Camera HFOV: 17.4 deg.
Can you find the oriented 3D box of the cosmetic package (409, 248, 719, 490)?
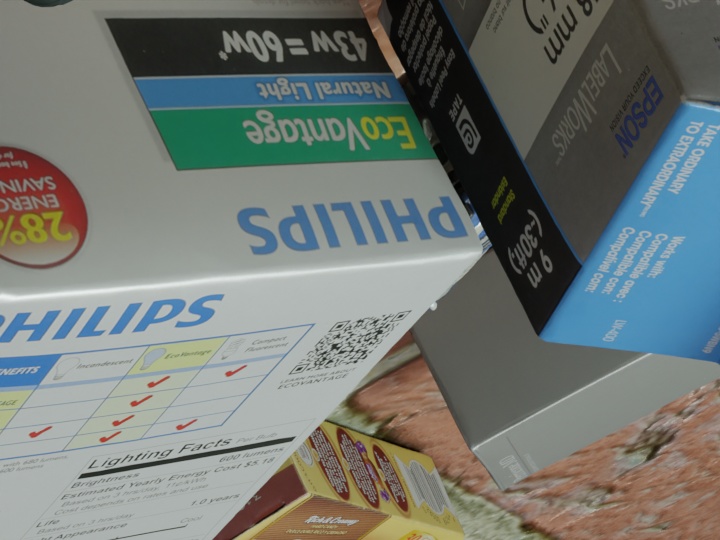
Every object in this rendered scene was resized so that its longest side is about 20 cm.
[{"bbox_3d":[0.125,0.014,1.081,0.199,0.091,0.107,-31,160,4],"label":"cosmetic package"}]

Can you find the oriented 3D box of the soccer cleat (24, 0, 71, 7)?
[{"bbox_3d":[-0.110,-0.124,0.563,0.080,0.068,0.200,-8,157,4],"label":"soccer cleat"}]

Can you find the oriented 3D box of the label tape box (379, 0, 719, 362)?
[{"bbox_3d":[0.087,-0.048,0.726,0.063,0.201,0.144,-16,156,-23],"label":"label tape box"}]

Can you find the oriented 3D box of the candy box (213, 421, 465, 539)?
[{"bbox_3d":[-0.039,0.131,1.199,0.116,0.057,0.200,-32,158,15],"label":"candy box"}]

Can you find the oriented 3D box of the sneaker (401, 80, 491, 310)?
[{"bbox_3d":[0.000,0.000,0.930,0.199,0.077,0.085,-34,161,20],"label":"sneaker"}]

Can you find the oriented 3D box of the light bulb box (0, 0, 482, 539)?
[{"bbox_3d":[-0.105,0.006,0.758,0.197,0.125,0.200,-5,149,-40],"label":"light bulb box"}]
